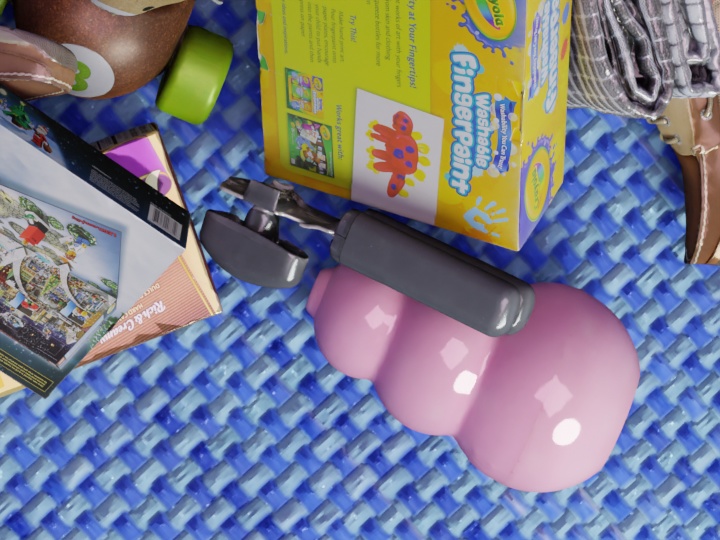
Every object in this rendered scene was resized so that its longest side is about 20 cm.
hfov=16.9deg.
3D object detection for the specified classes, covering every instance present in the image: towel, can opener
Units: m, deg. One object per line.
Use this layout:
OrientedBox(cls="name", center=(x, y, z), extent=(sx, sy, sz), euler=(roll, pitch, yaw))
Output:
OrientedBox(cls="towel", center=(0.126, -0.190, 1.386), extent=(0.085, 0.166, 0.202), euler=(-18, 102, -12))
OrientedBox(cls="can opener", center=(0.000, 0.000, 1.389), extent=(0.199, 0.053, 0.067), euler=(26, 101, 19))

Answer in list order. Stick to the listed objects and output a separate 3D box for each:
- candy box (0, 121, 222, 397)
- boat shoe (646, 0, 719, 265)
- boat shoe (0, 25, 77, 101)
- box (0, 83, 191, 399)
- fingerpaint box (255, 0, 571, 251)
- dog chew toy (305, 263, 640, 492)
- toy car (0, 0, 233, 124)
OrientedBox(cls="candy box", center=(-0.193, 0.003, 1.421), extent=(0.198, 0.056, 0.118), euler=(-20, 102, -4))
OrientedBox(cls="boat shoe", center=(0.206, -0.104, 1.465), extent=(0.073, 0.076, 0.202), euler=(6, 88, -4))
OrientedBox(cls="boat shoe", center=(-0.244, -0.093, 1.354), extent=(0.198, 0.076, 0.073), euler=(-5, 77, 30))
OrientedBox(cls="box", center=(-0.212, -0.032, 1.324), extent=(0.199, 0.038, 0.137), euler=(35, 120, -20))
OrientedBox(cls="fingerpaint box", center=(0.030, -0.128, 1.348), extent=(0.166, 0.074, 0.201), euler=(17, 136, 20))
OrientedBox(cls="dog chew toy", center=(0.062, 0.050, 1.437), extent=(0.199, 0.125, 0.125), euler=(23, 94, 0))
OrientedBox(cls="toy car", center=(-0.131, -0.168, 1.334), extent=(0.163, 0.200, 0.159), euler=(22, 94, -11))
